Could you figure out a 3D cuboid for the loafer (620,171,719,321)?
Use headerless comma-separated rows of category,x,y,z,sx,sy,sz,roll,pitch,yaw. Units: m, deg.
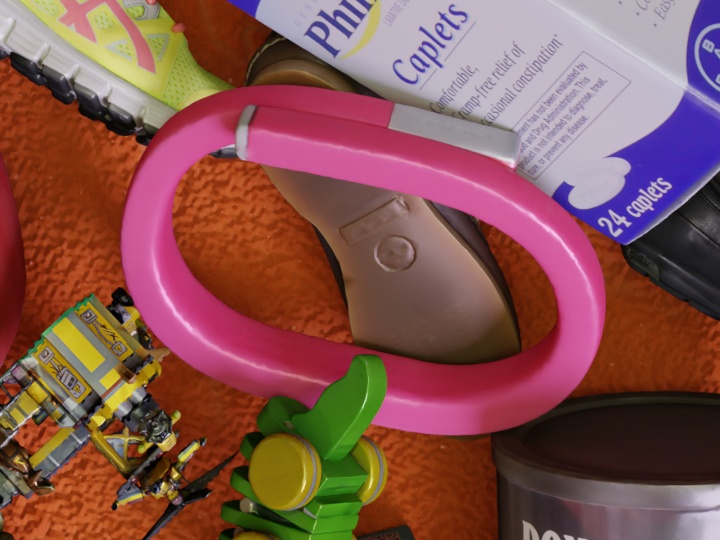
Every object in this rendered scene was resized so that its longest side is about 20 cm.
loafer,0.198,0.010,0.833,0.200,0.068,0.071,34,102,33

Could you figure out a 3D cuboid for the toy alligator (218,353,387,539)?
toy alligator,-0.039,0.123,0.829,0.054,0.059,0.201,23,101,35

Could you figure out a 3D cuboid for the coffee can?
coffee can,0.129,0.165,0.840,0.145,0.146,0.202,-3,100,-5

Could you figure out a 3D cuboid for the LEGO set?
LEGO set,-0.125,0.114,0.779,0.116,0.154,0.200,46,70,2

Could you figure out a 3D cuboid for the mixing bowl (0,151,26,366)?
mixing bowl,-0.207,0.009,0.796,0.200,0.200,0.109,-37,129,-1

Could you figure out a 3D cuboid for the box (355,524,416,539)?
box,0.005,0.221,0.889,0.082,0.049,0.202,-12,96,-4

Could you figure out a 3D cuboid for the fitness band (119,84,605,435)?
fitness band,0.000,0.000,0.805,0.199,0.038,0.144,13,129,5

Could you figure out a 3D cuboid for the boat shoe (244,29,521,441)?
boat shoe,0.016,-0.021,0.854,0.070,0.070,0.201,-18,118,17

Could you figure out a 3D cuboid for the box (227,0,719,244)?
box,0.076,-0.149,0.795,0.199,0.105,0.185,30,59,-7

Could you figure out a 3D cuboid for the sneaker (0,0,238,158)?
sneaker,-0.115,-0.118,0.834,0.199,0.078,0.091,33,83,-10
